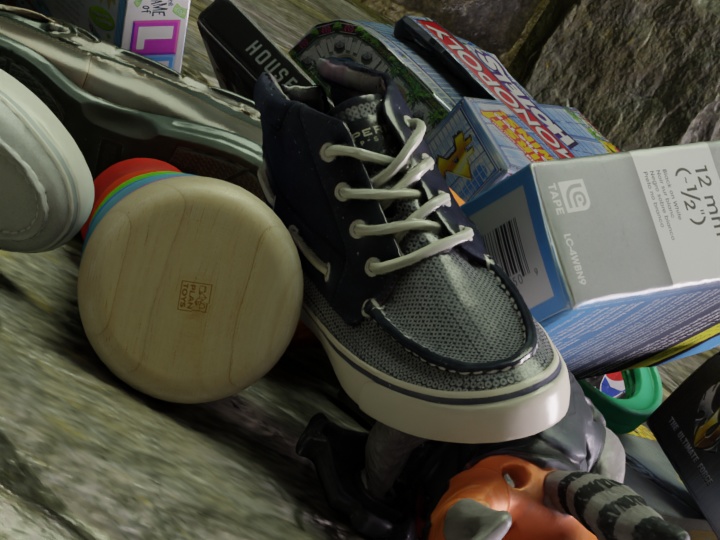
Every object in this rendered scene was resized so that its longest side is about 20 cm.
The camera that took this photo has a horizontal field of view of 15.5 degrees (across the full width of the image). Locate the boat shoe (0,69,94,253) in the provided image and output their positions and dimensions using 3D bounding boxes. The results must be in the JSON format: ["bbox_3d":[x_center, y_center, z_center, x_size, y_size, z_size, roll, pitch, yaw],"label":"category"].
[{"bbox_3d":[-0.194,-0.064,0.996,0.200,0.072,0.069,38,29,-6],"label":"boat shoe"}]

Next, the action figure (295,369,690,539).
[{"bbox_3d":[0.085,0.095,0.980,0.199,0.105,0.194,26,20,-19],"label":"action figure"}]

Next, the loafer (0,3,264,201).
[{"bbox_3d":[-0.123,-0.073,1.181,0.199,0.072,0.063,23,39,-5],"label":"loafer"}]

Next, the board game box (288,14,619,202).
[{"bbox_3d":[0.064,-0.067,1.407,0.200,0.062,0.200,47,18,17],"label":"board game box"}]

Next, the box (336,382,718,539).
[{"bbox_3d":[0.098,0.091,1.224,0.158,0.048,0.200,36,9,26],"label":"box"}]

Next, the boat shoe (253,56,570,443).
[{"bbox_3d":[0.011,-0.013,0.985,0.074,0.093,0.200,-18,28,-22],"label":"boat shoe"}]

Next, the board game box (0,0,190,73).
[{"bbox_3d":[-0.145,-0.127,1.288,0.034,0.135,0.200,-5,29,-29],"label":"board game box"}]

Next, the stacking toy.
[{"bbox_3d":[-0.080,-0.006,1.068,0.085,0.086,0.200,30,2,-14],"label":"stacking toy"}]

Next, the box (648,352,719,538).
[{"bbox_3d":[0.222,0.142,1.136,0.158,0.048,0.200,34,19,-38],"label":"box"}]

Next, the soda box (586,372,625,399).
[{"bbox_3d":[0.082,0.013,1.567,0.200,0.064,0.071,37,10,34],"label":"soda box"}]

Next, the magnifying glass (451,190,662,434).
[{"bbox_3d":[0.063,-0.003,1.211,0.200,0.022,0.080,42,29,-8],"label":"magnifying glass"}]

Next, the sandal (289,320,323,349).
[{"bbox_3d":[-0.008,0.002,1.217,0.207,0.079,0.060,28,49,-72],"label":"sandal"}]

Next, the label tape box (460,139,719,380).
[{"bbox_3d":[0.112,-0.002,1.107,0.199,0.143,0.066,-10,76,-37],"label":"label tape box"}]

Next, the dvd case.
[{"bbox_3d":[-0.013,-0.041,1.340,0.150,0.025,0.200,46,-9,21],"label":"dvd case"}]
